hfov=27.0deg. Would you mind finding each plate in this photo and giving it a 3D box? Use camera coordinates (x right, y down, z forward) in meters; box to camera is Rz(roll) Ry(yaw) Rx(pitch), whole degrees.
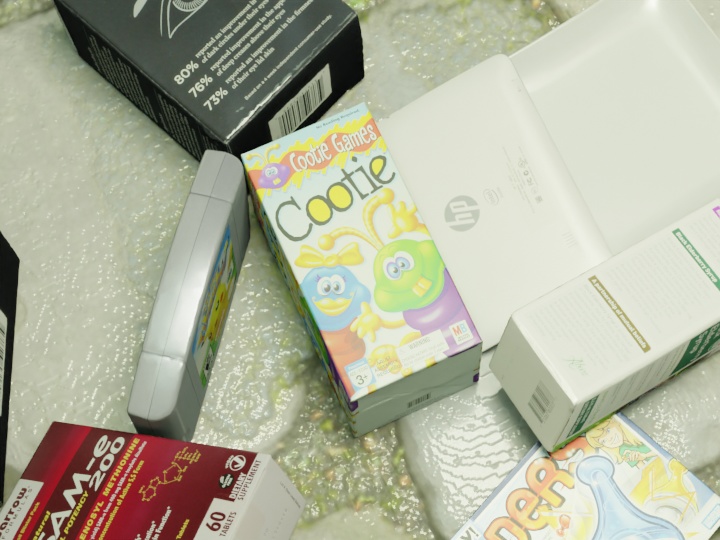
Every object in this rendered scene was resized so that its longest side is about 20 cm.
[{"bbox_3d":[0.210,-0.111,1.163,0.199,0.032,0.200,-32,72,-9],"label":"plate"}]

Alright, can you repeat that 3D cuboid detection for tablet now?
[{"bbox_3d":[0.096,-0.052,1.134,0.129,0.014,0.201,-28,72,11],"label":"tablet"}]

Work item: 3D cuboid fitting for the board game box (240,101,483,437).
[{"bbox_3d":[0.000,0.000,1.092,0.104,0.103,0.201,-24,70,-6],"label":"board game box"}]

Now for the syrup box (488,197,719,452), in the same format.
[{"bbox_3d":[0.196,0.037,1.058,0.199,0.079,0.082,-26,67,-22],"label":"syrup box"}]

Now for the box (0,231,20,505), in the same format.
[{"bbox_3d":[-0.359,0.064,1.077,0.198,0.118,0.199,-1,70,1],"label":"box"}]

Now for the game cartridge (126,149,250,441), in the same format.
[{"bbox_3d":[-0.119,0.024,1.073,0.040,0.134,0.202,12,71,7],"label":"game cartridge"}]

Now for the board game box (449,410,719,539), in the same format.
[{"bbox_3d":[0.146,0.198,1.049,0.135,0.035,0.200,40,76,15],"label":"board game box"}]

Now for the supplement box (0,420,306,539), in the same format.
[{"bbox_3d":[-0.147,0.170,1.005,0.198,0.061,0.109,3,53,34],"label":"supplement box"}]

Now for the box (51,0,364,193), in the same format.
[{"bbox_3d":[-0.117,-0.184,1.166,0.200,0.104,0.148,42,77,16],"label":"box"}]
